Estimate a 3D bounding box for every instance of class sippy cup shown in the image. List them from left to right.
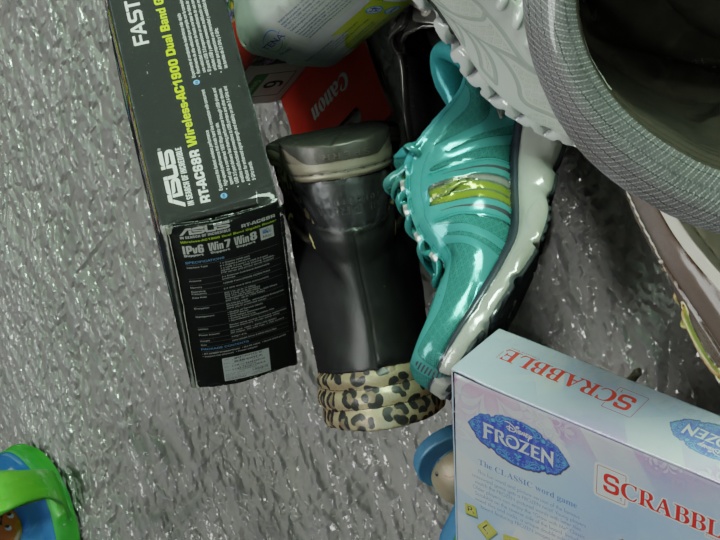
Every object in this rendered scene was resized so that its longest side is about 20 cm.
[{"bbox_3d":[-0.294,0.208,1.673,0.140,0.130,0.179,35,126,49],"label":"sippy cup"}]

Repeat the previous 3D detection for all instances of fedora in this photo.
[{"bbox_3d":[0.155,-0.107,0.900,0.090,0.199,0.178,-124,52,-78],"label":"fedora"}]

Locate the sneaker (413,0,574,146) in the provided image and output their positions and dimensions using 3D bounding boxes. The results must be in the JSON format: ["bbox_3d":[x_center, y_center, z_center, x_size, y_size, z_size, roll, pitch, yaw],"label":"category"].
[{"bbox_3d":[0.063,-0.127,1.010,0.200,0.075,0.081,41,176,-4],"label":"sneaker"}]

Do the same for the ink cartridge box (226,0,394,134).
[{"bbox_3d":[-0.055,-0.150,1.292,0.109,0.050,0.201,-45,60,52],"label":"ink cartridge box"}]

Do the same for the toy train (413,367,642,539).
[{"bbox_3d":[0.087,0.080,1.115,0.116,0.084,0.200,-112,33,-43],"label":"toy train"}]

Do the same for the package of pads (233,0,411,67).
[{"bbox_3d":[-0.011,-0.221,1.151,0.154,0.068,0.201,-35,52,53],"label":"package of pads"}]

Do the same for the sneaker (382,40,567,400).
[{"bbox_3d":[0.048,-0.027,1.061,0.078,0.079,0.201,108,177,-55],"label":"sneaker"}]

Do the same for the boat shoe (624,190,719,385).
[{"bbox_3d":[0.169,0.018,0.974,0.200,0.072,0.060,55,136,25],"label":"boat shoe"}]

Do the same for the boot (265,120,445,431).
[{"bbox_3d":[0.000,0.000,1.168,0.200,0.073,0.151,-143,42,-86],"label":"boot"}]

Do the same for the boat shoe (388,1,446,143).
[{"bbox_3d":[0.045,-0.096,1.145,0.067,0.057,0.201,-20,81,57],"label":"boat shoe"}]

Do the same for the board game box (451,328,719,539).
[{"bbox_3d":[0.132,0.146,0.991,0.200,0.041,0.200,22,131,31],"label":"board game box"}]

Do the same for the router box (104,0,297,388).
[{"bbox_3d":[-0.086,-0.063,1.178,0.150,0.062,0.201,85,170,-56],"label":"router box"}]
